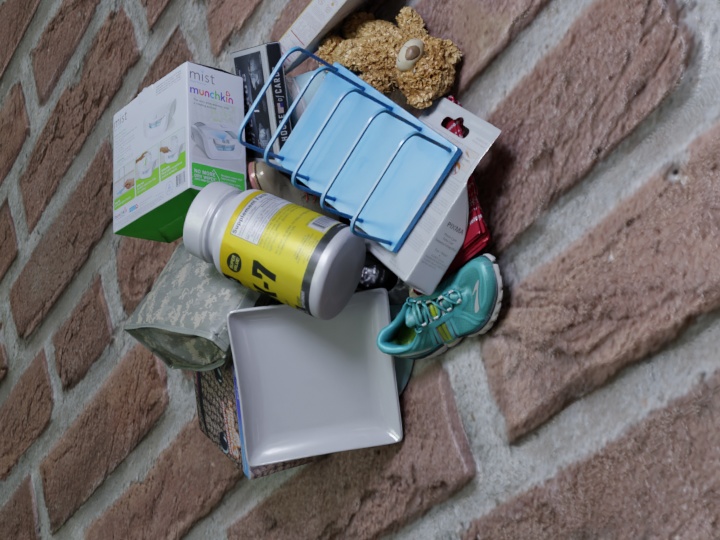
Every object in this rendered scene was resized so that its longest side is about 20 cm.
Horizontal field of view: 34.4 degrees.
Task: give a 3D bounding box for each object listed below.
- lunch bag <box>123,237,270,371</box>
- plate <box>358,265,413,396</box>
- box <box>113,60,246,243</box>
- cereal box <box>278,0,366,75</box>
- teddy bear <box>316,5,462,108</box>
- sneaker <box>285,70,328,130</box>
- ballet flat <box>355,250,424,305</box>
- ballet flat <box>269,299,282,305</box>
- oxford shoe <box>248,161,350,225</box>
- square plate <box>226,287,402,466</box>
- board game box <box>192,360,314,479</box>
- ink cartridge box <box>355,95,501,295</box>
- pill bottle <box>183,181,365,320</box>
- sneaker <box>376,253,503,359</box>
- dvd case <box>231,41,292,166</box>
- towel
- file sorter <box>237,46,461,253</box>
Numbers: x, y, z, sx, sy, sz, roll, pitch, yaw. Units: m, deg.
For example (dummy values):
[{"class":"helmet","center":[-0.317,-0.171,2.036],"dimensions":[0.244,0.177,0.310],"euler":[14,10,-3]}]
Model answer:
[{"class":"lunch bag","center":[-0.185,0.040,1.504],"dimensions":[0.199,0.118,0.165],"euler":[-4,49,51]},{"class":"plate","center":[-0.017,0.089,1.494],"dimensions":[0.199,0.025,0.203],"euler":[3,95,36]},{"class":"box","center":[-0.246,-0.153,1.548],"dimensions":[0.199,0.096,0.179],"euler":[-24,64,46]},{"class":"cereal box","center":[-0.025,-0.341,1.477],"dimensions":[0.040,0.144,0.200],"euler":[47,136,-3]},{"class":"teddy bear","center":[0.029,-0.267,1.418],"dimensions":[0.200,0.144,0.067],"euler":[51,165,46]},{"class":"sneaker","center":[-0.023,-0.179,1.521],"dimensions":[0.080,0.130,0.201],"euler":[53,165,52]},{"class":"ballet flat","center":[0.000,0.000,1.442],"dimensions":[0.198,0.057,0.067],"euler":[11,74,24]},{"class":"ballet flat","center":[-0.094,0.039,1.599],"dimensions":[0.198,0.065,0.071],"euler":[3,95,32]},{"class":"oxford shoe","center":[-0.067,-0.087,1.483],"dimensions":[0.074,0.200,0.071],"euler":[-24,52,23]},{"class":"square plate","center":[-0.055,0.129,1.427],"dimensions":[0.028,0.198,0.200],"euler":[-127,30,-75]},{"class":"board game box","center":[-0.154,0.169,1.605],"dimensions":[0.200,0.096,0.161],"euler":[24,122,60]},{"class":"ink cartridge box","center":[0.083,-0.092,1.356],"dimensions":[0.201,0.047,0.160],"euler":[-57,34,6]},{"class":"pill bottle","center":[-0.103,-0.028,1.377],"dimensions":[0.198,0.114,0.115],"euler":[22,108,22]},{"class":"sneaker","center":[0.093,0.051,1.348],"dimensions":[0.200,0.079,0.078],"euler":[-44,55,42]},{"class":"dvd case","center":[-0.127,-0.214,1.506],"dimensions":[0.200,0.024,0.152],"euler":[-160,61,-70]},{"class":"towel","center":[0.091,-0.087,1.384],"dimensions":[0.145,0.022,0.202],"euler":[-43,47,45]},{"class":"file sorter","center":[-0.019,-0.140,1.302],"dimensions":[0.200,0.122,0.139],"euler":[39,101,27]}]
